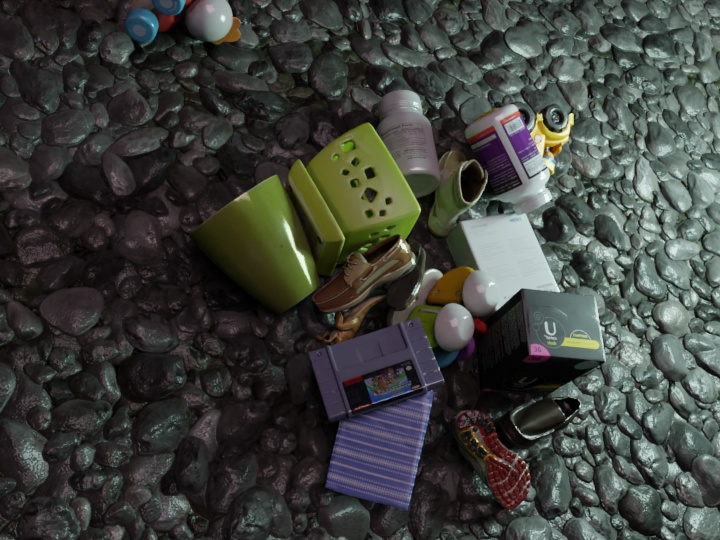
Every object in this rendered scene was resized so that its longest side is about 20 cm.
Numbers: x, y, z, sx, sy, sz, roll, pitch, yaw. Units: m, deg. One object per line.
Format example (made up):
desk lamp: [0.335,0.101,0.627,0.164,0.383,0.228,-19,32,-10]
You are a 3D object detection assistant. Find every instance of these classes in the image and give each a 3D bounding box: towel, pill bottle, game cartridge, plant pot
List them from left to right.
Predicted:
plant pot: [-0.162,-0.031,1.388,0.187,0.187,0.200,-38,95,-29]
plant pot: [-0.032,-0.115,1.451,0.181,0.200,0.199,-25,75,-19]
game cartridge: [0.025,0.164,1.320,0.199,0.038,0.130,-18,56,-6]
towel: [0.032,0.275,1.312,0.144,0.024,0.201,12,75,12]
pill bottle: [0.090,-0.254,1.599,0.114,0.114,0.201,0,65,-18]
pill bottle: [0.292,-0.212,1.548,0.112,0.112,0.200,-31,96,-28]

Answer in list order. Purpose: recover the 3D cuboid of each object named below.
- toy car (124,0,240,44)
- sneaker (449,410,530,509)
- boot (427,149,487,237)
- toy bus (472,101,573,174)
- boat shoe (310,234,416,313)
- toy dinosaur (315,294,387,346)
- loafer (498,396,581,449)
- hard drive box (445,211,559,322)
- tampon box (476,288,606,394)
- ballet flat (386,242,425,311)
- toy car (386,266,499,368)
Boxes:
toy car: [-0.333,-0.508,1.585,0.200,0.177,0.185,36,40,-31]
sneaker: [0.226,0.324,1.390,0.078,0.082,0.200,-32,96,-15]
boot: [0.197,-0.181,1.575,0.072,0.155,0.201,19,62,-9]
toy bus: [0.348,-0.244,1.680,0.199,0.136,0.193,-2,80,-20]
boat shoe: [0.000,0.000,1.400,0.200,0.076,0.074,-31,122,-11]
toy dinosaur: [-0.020,0.089,1.434,0.106,0.060,0.200,39,79,-5]
loafer: [0.323,0.257,1.424,0.200,0.071,0.073,-12,59,-44]
hard drive box: [0.279,-0.006,1.564,0.155,0.077,0.201,-10,70,-23]
tampon box: [0.317,0.133,1.439,0.149,0.200,0.127,5,64,-15]
ballet flat: [0.089,0.017,1.434,0.046,0.067,0.200,62,22,-24]
toy car: [0.161,0.093,1.450,0.200,0.175,0.150,-48,122,-30]
